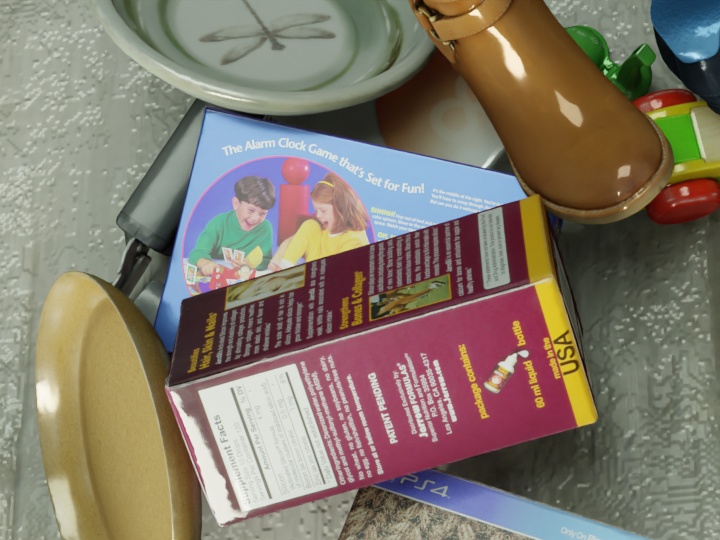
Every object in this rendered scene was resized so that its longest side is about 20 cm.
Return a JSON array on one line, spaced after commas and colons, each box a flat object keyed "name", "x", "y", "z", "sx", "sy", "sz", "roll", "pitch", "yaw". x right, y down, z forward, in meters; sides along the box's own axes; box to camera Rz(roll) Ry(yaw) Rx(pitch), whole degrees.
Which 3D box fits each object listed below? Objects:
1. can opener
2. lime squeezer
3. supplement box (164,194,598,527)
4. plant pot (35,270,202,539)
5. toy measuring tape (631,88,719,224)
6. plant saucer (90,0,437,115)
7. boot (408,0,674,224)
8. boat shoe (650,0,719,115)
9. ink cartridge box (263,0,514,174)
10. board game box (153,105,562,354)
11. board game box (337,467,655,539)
[{"name": "can opener", "x": -0.100, "y": -0.019, "z": 1.608, "sx": 0.067, "sy": 0.053, "sz": 0.200, "roll": 34, "pitch": 91, "yaw": 8}, {"name": "lime squeezer", "x": 0.119, "y": -0.121, "z": 1.591, "sx": 0.038, "sy": 0.071, "sz": 0.200, "roll": -61, "pitch": 33, "yaw": 5}, {"name": "supplement box", "x": 0.011, "y": 0.045, "z": 1.447, "sx": 0.199, "sy": 0.086, "sz": 0.110, "roll": -16, "pitch": 22, "yaw": 7}, {"name": "plant pot", "x": -0.126, "y": 0.098, "z": 1.517, "sx": 0.027, "sy": 0.200, "sz": 0.200, "roll": -9, "pitch": 60, "yaw": -24}, {"name": "toy measuring tape", "x": 0.204, "y": -0.067, "z": 1.550, "sx": 0.199, "sy": 0.074, "sz": 0.074, "roll": -10, "pitch": 63, "yaw": -11}, {"name": "plant saucer", "x": -0.053, "y": -0.141, "z": 1.582, "sx": 0.199, "sy": 0.050, "sz": 0.200, "roll": 7, "pitch": 43, "yaw": -6}, {"name": "boot", "x": 0.078, "y": -0.122, "z": 1.467, "sx": 0.077, "sy": 0.155, "sz": 0.200, "roll": -32, "pitch": 41, "yaw": 3}, {"name": "boat shoe", "x": 0.193, "y": -0.153, "z": 1.560, "sx": 0.084, "sy": 0.069, "sz": 0.200, "roll": -10, "pitch": 33, "yaw": 30}, {"name": "ink cartridge box", "x": -0.007, "y": -0.064, "z": 1.612, "sx": 0.162, "sy": 0.050, "sz": 0.200, "roll": 39, "pitch": 80, "yaw": 28}, {"name": "board game box", "x": 0.000, "y": 0.000, "z": 1.542, "sx": 0.199, "sy": 0.045, "sz": 0.135, "roll": 13, "pitch": 87, "yaw": 9}, {"name": "board game box", "x": 0.052, "y": 0.216, "z": 1.444, "sx": 0.159, "sy": 0.097, "sz": 0.200, "roll": 16, "pitch": 73, "yaw": 23}]
